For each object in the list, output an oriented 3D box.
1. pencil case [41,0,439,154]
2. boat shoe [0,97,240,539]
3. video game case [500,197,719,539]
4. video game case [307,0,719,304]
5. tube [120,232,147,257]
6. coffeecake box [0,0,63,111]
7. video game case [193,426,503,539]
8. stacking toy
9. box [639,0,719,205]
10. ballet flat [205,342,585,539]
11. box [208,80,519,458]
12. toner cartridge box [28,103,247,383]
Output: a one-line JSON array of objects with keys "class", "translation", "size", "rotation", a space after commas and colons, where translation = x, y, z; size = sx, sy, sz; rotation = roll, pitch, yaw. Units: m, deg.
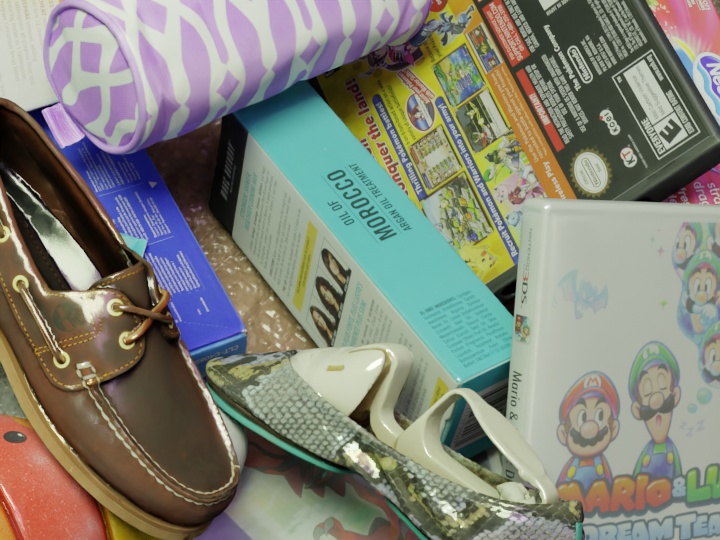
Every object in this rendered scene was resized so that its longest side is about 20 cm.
[{"class": "pencil case", "translation": [-0.057, -0.122, 0.796], "size": [0.200, 0.085, 0.084], "rotation": [-25, 88, -35]}, {"class": "boat shoe", "translation": [-0.115, 0.019, 0.680], "size": [0.200, 0.070, 0.070], "rotation": [50, 31, 7]}, {"class": "video game case", "translation": [0.155, 0.060, 0.775], "size": [0.199, 0.024, 0.183], "rotation": [1, 97, -30]}, {"class": "video game case", "translation": [0.071, -0.091, 0.855], "size": [0.181, 0.025, 0.200], "rotation": [-34, 61, 19]}, {"class": "tube", "translation": [-0.195, -0.018, 0.735], "size": [0.199, 0.050, 0.078], "rotation": [22, 57, -18]}, {"class": "coffeecake box", "translation": [-0.217, -0.134, 0.824], "size": [0.199, 0.073, 0.153], "rotation": [-21, 38, -22]}, {"class": "video game case", "translation": [-0.001, 0.128, 0.787], "size": [0.199, 0.023, 0.183], "rotation": [-7, 62, -16]}, {"class": "stacking toy", "translation": [-0.137, 0.105, 0.714], "size": [0.200, 0.146, 0.146], "rotation": [-23, 67, -35]}, {"class": "box", "translation": [0.155, -0.067, 0.890], "size": [0.095, 0.100, 0.201], "rotation": [-8, 62, -17]}, {"class": "ballet flat", "translation": [0.018, 0.072, 0.722], "size": [0.200, 0.072, 0.072], "rotation": [33, 57, 27]}, {"class": "box", "translation": [0.000, 0.000, 0.808], "size": [0.049, 0.082, 0.200], "rotation": [-23, 59, -29]}, {"class": "toner cartridge box", "translation": [-0.141, -0.018, 0.814], "size": [0.095, 0.043, 0.200], "rotation": [-20, 60, -20]}]
